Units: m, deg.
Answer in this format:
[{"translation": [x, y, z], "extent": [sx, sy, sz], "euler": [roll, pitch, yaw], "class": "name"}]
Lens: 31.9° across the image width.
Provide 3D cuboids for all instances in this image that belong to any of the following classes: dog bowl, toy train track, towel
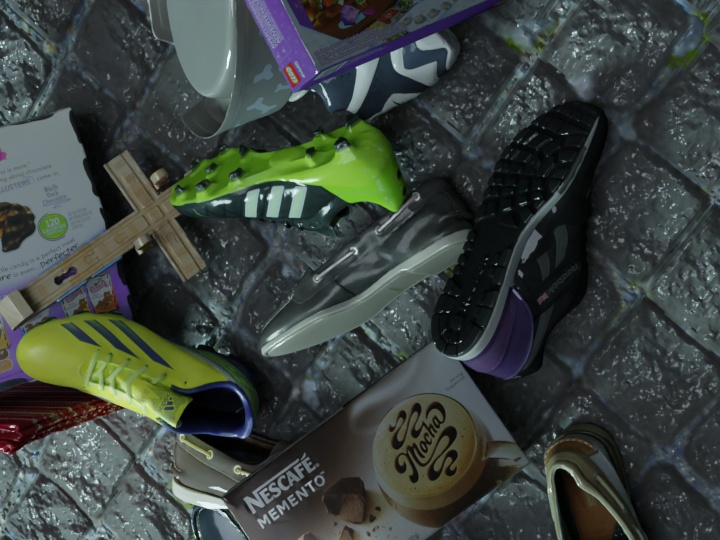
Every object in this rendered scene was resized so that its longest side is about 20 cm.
[{"translation": [-0.098, -0.198, 0.901], "extent": [0.200, 0.058, 0.203], "euler": [34, 129, 57], "class": "dog bowl"}, {"translation": [-0.197, -0.022, 0.991], "extent": [0.199, 0.033, 0.115], "euler": [-36, 86, -11], "class": "toy train track"}, {"translation": [-0.272, 0.115, 1.029], "extent": [0.143, 0.200, 0.023], "euler": [-1, 95, 25], "class": "towel"}]

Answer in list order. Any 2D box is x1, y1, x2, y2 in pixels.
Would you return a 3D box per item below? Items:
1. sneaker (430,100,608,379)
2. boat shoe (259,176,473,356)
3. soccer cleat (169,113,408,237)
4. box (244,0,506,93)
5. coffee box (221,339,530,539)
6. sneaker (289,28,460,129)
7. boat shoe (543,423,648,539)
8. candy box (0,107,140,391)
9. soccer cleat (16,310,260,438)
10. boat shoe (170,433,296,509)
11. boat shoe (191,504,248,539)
[{"translation": [0.129, -0.019, 0.895], "extent": [0.202, 0.087, 0.076], "euler": [-62, 34, 4], "class": "sneaker"}, {"translation": [0.000, 0.000, 0.958], "extent": [0.199, 0.067, 0.057], "euler": [-31, 69, 22], "class": "boat shoe"}, {"translation": [-0.057, -0.057, 0.940], "extent": [0.198, 0.068, 0.081], "euler": [-8, 128, 33], "class": "soccer cleat"}, {"translation": [0.006, -0.214, 0.829], "extent": [0.039, 0.199, 0.138], "euler": [-28, 90, 57], "class": "box"}, {"translation": [0.011, 0.151, 0.931], "extent": [0.199, 0.080, 0.114], "euler": [-35, 86, 0], "class": "coffee box"}, {"translation": [-0.035, -0.186, 0.916], "extent": [0.130, 0.080, 0.199], "euler": [-43, 93, 18], "class": "sneaker"}, {"translation": [0.181, 0.216, 0.917], "extent": [0.074, 0.068, 0.202], "euler": [-24, 92, 27], "class": "boat shoe"}, {"translation": [-0.289, -0.012, 1.025], "extent": [0.071, 0.166, 0.202], "euler": [-4, 103, 65], "class": "candy box"}, {"translation": [-0.169, 0.086, 0.990], "extent": [0.198, 0.084, 0.065], "euler": [16, 117, -25], "class": "soccer cleat"}, {"translation": [-0.068, 0.165, 1.021], "extent": [0.198, 0.072, 0.060], "euler": [8, 107, 28], "class": "boat shoe"}, {"translation": [-0.088, 0.279, 1.060], "extent": [0.074, 0.062, 0.202], "euler": [-28, 89, 29], "class": "boat shoe"}]
